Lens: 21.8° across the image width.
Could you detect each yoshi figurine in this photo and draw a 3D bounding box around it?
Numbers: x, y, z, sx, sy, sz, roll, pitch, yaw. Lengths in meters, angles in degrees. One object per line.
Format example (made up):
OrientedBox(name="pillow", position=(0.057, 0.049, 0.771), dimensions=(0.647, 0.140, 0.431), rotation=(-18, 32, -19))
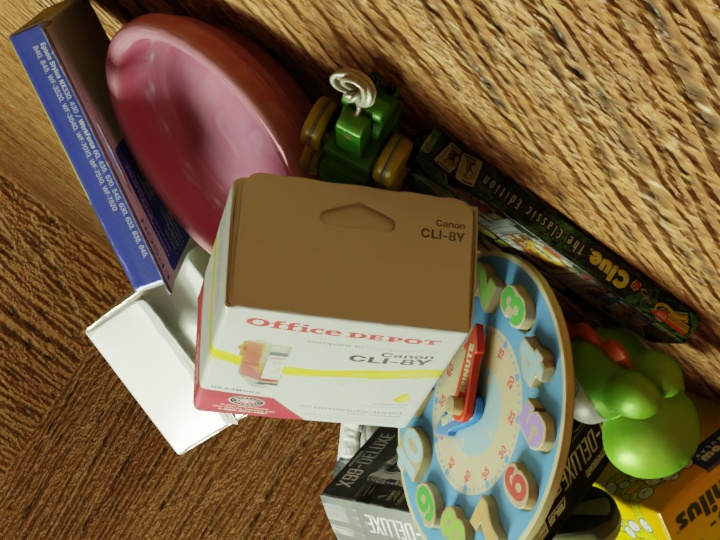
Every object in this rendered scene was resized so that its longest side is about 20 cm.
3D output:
OrientedBox(name="yoshi figurine", position=(0.147, 0.084, 1.198), dimensions=(0.112, 0.113, 0.200), rotation=(19, 177, -23))

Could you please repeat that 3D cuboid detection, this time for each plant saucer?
OrientedBox(name="plant saucer", position=(-0.083, -0.083, 1.216), dimensions=(0.200, 0.051, 0.201), rotation=(37, 150, 26))

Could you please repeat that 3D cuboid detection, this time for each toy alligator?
OrientedBox(name="toy alligator", position=(0.004, -0.085, 1.062), dimensions=(0.059, 0.054, 0.200), rotation=(28, 162, 6))

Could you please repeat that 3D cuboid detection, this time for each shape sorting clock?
OrientedBox(name="shape sorting clock", position=(0.072, 0.087, 1.174), dimensions=(0.039, 0.201, 0.200), rotation=(9, -177, -24))

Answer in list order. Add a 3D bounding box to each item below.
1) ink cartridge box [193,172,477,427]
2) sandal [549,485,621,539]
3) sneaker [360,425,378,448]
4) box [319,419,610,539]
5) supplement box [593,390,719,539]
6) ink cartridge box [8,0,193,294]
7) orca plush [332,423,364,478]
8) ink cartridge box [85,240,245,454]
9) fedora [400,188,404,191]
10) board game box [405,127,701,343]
OrientedBox(name="ink cartridge box", position=(-0.021, 0.025, 1.133), dimensions=(0.144, 0.084, 0.200), rotation=(6, 158, -8))
OrientedBox(name="sandal", position=(0.092, 0.186, 1.318), dimensions=(0.200, 0.080, 0.058), rotation=(2, 126, 37))
OrientedBox(name="sneaker", position=(0.084, 0.148, 1.400), dimensions=(0.200, 0.075, 0.089), rotation=(33, 140, 29))
OrientedBox(name="box", position=(0.091, 0.123, 1.311), dimensions=(0.157, 0.200, 0.050), rotation=(4, 128, 40))
OrientedBox(name="supplement box", position=(0.209, 0.155, 1.370), dimensions=(0.200, 0.109, 0.110), rotation=(22, 143, 56))
OrientedBox(name="ink cartridge box", position=(-0.180, -0.088, 1.315), dimensions=(0.200, 0.047, 0.198), rotation=(-80, -33, -75))
OrientedBox(name="orca plush", position=(0.029, 0.080, 1.553), dimensions=(0.071, 0.201, 0.105), rotation=(9, 163, -9))
OrientedBox(name="ink cartridge box", position=(-0.109, 0.038, 1.478), dimensions=(0.129, 0.125, 0.200), rotation=(53, -148, -7))
OrientedBox(name="fedora", position=(0.000, 0.000, 1.338), dimensions=(0.200, 0.091, 0.201), rotation=(37, 147, 29))
OrientedBox(name="board game box", position=(0.107, -0.019, 1.147), dimensions=(0.200, 0.024, 0.105), rotation=(35, 175, -9))
